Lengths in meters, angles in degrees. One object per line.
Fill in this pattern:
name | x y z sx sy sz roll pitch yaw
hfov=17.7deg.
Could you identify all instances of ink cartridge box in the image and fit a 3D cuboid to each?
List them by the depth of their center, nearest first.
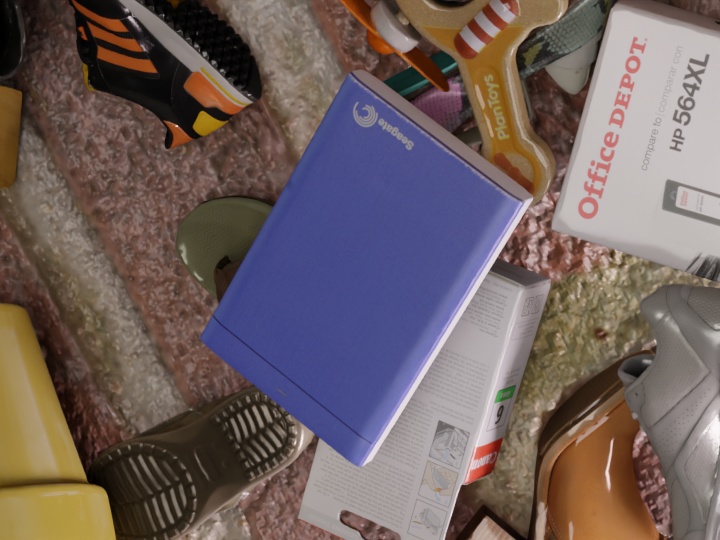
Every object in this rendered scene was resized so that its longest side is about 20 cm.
ink cartridge box | 0.229 -0.068 1.394 0.199 0.084 0.147 17 104 9
ink cartridge box | 0.039 0.082 1.474 0.109 0.050 0.201 22 105 23

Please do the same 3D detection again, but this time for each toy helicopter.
toy helicopter | 0.062 -0.131 1.366 0.132 0.079 0.201 -12 101 19

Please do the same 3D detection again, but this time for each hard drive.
hard drive | 0.000 0.000 1.391 0.132 0.025 0.201 37 114 15

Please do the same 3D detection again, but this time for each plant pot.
plant pot | -0.266 0.126 1.495 0.200 0.201 0.190 -13 80 15

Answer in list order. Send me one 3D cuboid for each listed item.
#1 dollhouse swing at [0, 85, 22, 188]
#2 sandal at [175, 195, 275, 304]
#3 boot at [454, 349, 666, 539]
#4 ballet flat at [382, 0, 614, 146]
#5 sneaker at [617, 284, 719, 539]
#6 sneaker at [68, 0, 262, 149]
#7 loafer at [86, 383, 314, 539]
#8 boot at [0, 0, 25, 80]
dollhouse swing | -0.343 -0.055 1.496 0.199 0.182 0.177 13 92 10
sandal | -0.050 0.021 1.461 0.201 0.057 0.080 42 119 31
boot | 0.167 0.164 1.460 0.155 0.077 0.200 38 96 -3
ballet flat | 0.094 -0.127 1.431 0.199 0.069 0.071 -32 110 20
sneaker | 0.199 0.092 1.402 0.091 0.076 0.201 15 120 19
sneaker | -0.156 -0.153 1.450 0.090 0.070 0.200 -37 117 24
loafer | -0.097 0.124 1.513 0.199 0.068 0.076 -25 87 35
boot | -0.261 -0.222 1.459 0.130 0.067 0.201 8 113 49
